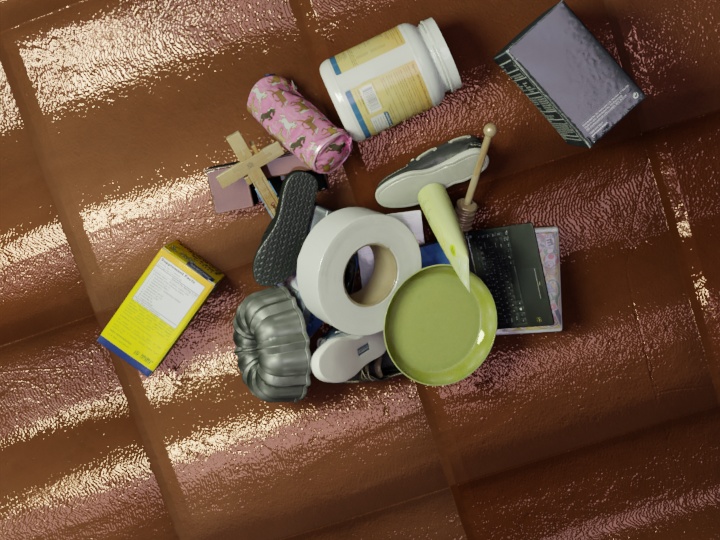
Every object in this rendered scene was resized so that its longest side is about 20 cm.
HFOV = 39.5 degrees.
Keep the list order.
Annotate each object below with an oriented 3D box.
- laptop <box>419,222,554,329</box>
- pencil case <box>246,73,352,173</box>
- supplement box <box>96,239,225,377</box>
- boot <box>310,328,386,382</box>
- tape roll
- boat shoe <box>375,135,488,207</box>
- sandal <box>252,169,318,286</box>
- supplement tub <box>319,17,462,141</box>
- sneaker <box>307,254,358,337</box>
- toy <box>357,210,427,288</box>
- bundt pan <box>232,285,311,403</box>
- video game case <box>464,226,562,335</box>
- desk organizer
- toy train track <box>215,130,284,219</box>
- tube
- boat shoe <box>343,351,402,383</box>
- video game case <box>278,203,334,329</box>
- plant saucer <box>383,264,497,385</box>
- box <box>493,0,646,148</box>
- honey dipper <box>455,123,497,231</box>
[{"bbox_3d":[0.197,0.027,1.669,0.200,0.103,0.178,-7,101,38],"label":"laptop"},{"bbox_3d":[-0.099,-0.238,1.628,0.200,0.083,0.087,45,112,30],"label":"pencil case"},{"bbox_3d":[-0.338,0.062,1.709,0.109,0.110,0.200,37,98,-4],"label":"supplement box"},{"bbox_3d":[-0.042,0.136,1.647,0.090,0.200,0.073,-3,97,34],"label":"boot"},{"bbox_3d":[0.000,0.000,1.615,0.202,0.071,0.203,-9,108,-31],"label":"tape roll"},{"bbox_3d":[0.116,-0.170,1.690,0.200,0.060,0.074,-25,136,9],"label":"boat shoe"},{"bbox_3d":[-0.122,-0.068,1.650,0.075,0.048,0.201,20,96,-22],"label":"sandal"},{"bbox_3d":[0.049,-0.311,1.627,0.200,0.145,0.145,-24,97,5],"label":"supplement tub"},{"bbox_3d":[-0.074,0.049,1.700,0.077,0.111,0.200,39,98,-4],"label":"sneaker"},{"bbox_3d":[0.056,0.000,1.723,0.115,0.047,0.200,-7,99,-1],"label":"toy"},{"bbox_3d":[-0.156,0.126,1.664,0.076,0.202,0.202,-8,99,-26],"label":"bundt pan"},{"bbox_3d":[0.245,0.021,1.734,0.200,0.023,0.182,-4,99,2],"label":"video game case"},{"bbox_3d":[-0.155,-0.154,1.693,0.200,0.072,0.077,-11,100,3],"label":"desk organizer"},{"bbox_3d":[-0.162,-0.143,1.642,0.115,0.033,0.200,-29,118,-1],"label":"toy train track"},{"bbox_3d":[0.143,-0.060,1.620,0.058,0.200,0.052,25,122,-39],"label":"tube"},{"bbox_3d":[0.025,0.155,1.732,0.200,0.073,0.075,-15,98,3],"label":"boat shoe"},{"bbox_3d":[-0.099,-0.015,1.679,0.019,0.143,0.200,9,100,-26],"label":"video game case"},{"bbox_3d":[0.127,0.087,1.638,0.200,0.031,0.200,-3,98,-18],"label":"plant saucer"},{"bbox_3d":[0.327,-0.309,1.593,0.123,0.200,0.198,-43,96,7],"label":"box"},{"bbox_3d":[0.192,-0.155,1.659,0.038,0.038,0.200,14,125,-1],"label":"honey dipper"}]
